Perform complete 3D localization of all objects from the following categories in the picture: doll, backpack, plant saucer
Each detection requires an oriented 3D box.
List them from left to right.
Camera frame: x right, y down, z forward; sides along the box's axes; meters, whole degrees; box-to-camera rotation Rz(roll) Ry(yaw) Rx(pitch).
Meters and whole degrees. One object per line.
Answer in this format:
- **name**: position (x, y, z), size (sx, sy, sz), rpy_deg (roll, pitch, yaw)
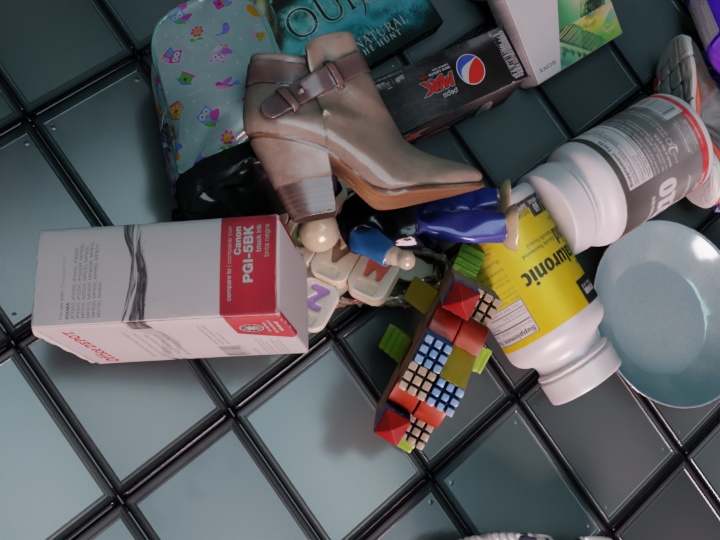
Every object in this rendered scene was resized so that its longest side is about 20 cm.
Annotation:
- **backpack**: position (-0.116, -0.149, 0.859), size (0.163, 0.127, 0.203), rpy_deg (-16, 67, -10)
- **doll**: position (0.041, -0.043, 0.838), size (0.195, 0.049, 0.138), rpy_deg (-3, 39, 1)
- **plant saucer**: position (0.330, 0.048, 1.013), size (0.196, 0.039, 0.206), rpy_deg (4, 76, -17)

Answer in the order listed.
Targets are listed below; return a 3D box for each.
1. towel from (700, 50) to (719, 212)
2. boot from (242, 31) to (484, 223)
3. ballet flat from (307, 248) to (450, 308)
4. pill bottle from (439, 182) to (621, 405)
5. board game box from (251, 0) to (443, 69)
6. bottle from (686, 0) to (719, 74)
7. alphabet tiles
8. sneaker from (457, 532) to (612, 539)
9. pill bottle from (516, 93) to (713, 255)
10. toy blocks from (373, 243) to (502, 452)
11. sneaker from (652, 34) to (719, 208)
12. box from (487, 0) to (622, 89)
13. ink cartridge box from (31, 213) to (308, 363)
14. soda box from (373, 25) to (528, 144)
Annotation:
- **towel**: position (0.465, -0.170, 1.126), size (0.141, 0.024, 0.205), rpy_deg (-3, 79, -20)
- **boot**: position (0.000, -0.124, 0.779), size (0.196, 0.070, 0.150), rpy_deg (-9, 82, -21)
- **ballet flat**: position (0.000, 0.000, 0.905), size (0.195, 0.064, 0.078), rpy_deg (-3, 78, -18)
- **pill bottle**: position (0.172, 0.025, 0.929), size (0.110, 0.111, 0.202), rpy_deg (-31, 88, -22)
- **board game box**: position (-0.024, -0.271, 0.986), size (0.198, 0.028, 0.137), rpy_deg (-35, 89, -22)
- **bottle**: position (0.439, -0.262, 1.079), size (0.082, 0.066, 0.203), rpy_deg (12, 50, -20)
- **alphabet tiles**: position (-0.046, -0.045, 0.882), size (0.197, 0.015, 0.198), rpy_deg (23, 63, 15)
- **sneaker**: position (0.155, 0.316, 0.865), size (0.195, 0.079, 0.133), rpy_deg (10, 64, -26)
- **pill bottle**: position (0.267, -0.097, 0.990), size (0.198, 0.114, 0.115), rpy_deg (-29, 86, -22)
- **toy blocks**: position (0.067, 0.081, 0.827), size (0.098, 0.137, 0.203), rpy_deg (28, 97, 1)
- **sneaker**: position (0.397, -0.171, 1.071), size (0.080, 0.077, 0.205), rpy_deg (-6, 80, -18)
- **box**: position (0.202, -0.326, 1.039), size (0.143, 0.036, 0.203), rpy_deg (-32, 106, -23)
- **ink cartridge box**: position (-0.149, 0.020, 0.773), size (0.195, 0.147, 0.085), rpy_deg (-3, 74, 5)
- **soda box**: position (0.074, -0.181, 0.971), size (0.197, 0.071, 0.064), rpy_deg (-26, 84, -22)
